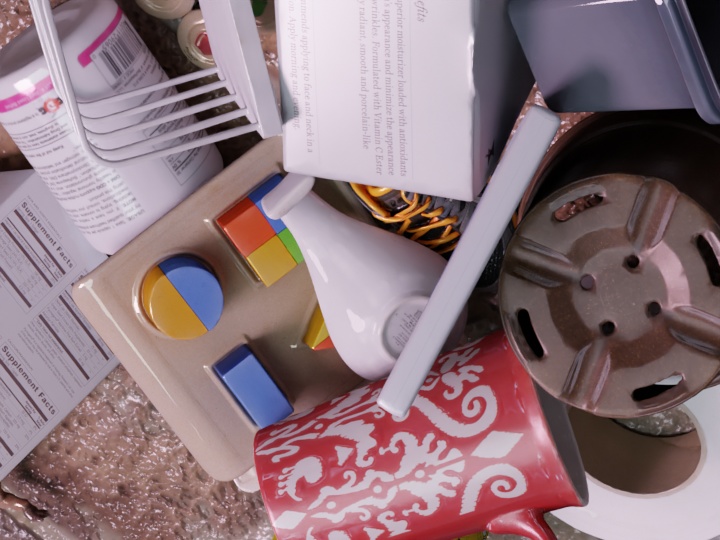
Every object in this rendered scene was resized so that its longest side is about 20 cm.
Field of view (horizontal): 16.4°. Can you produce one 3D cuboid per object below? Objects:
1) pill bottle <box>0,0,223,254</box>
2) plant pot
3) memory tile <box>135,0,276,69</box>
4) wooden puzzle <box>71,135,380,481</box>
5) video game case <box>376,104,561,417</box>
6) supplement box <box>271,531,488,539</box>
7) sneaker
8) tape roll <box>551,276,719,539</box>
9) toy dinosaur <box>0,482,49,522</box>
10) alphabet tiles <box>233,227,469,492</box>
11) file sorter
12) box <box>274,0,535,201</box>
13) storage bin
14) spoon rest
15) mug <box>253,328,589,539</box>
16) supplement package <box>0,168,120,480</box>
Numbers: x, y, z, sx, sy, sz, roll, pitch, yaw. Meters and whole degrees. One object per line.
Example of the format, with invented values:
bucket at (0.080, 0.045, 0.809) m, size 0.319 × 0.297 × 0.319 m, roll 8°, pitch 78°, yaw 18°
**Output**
pill bottle at (-0.167, -0.083, 1.749) m, size 0.113 × 0.114 × 0.200 m, roll -21°, pitch 115°, yaw 32°
plant pot at (0.178, -0.001, 1.582) m, size 0.199 × 0.198 × 0.201 m, roll 2°, pitch 99°, yaw 14°
memory tile at (-0.118, -0.235, 1.682) m, size 0.153 × 0.017 × 0.200 m, roll -33°, pitch 108°, yaw 35°
wooden puzzle at (-0.069, 0.028, 1.720) m, size 0.200 × 0.046 × 0.185 m, roll -36°, pitch 111°, yaw 0°
video game case at (0.067, -0.009, 1.545) m, size 0.023 × 0.182 × 0.201 m, roll 28°, pitch 93°, yaw 2°
supplement box at (0.015, 0.199, 1.829) m, size 0.109 × 0.200 × 0.109 m, roll -10°, pitch 122°, yaw 27°
sneaker at (0.036, -0.054, 1.717) m, size 0.078 × 0.077 × 0.200 m, roll -29°, pitch 112°, yaw 32°
tape roll at (0.199, 0.099, 1.772) m, size 0.202 × 0.071 × 0.203 m, roll 11°, pitch 128°, yaw 14°
toy dinosaur at (-0.330, 0.142, 2.002) m, size 0.199 × 0.086 × 0.136 m, roll 11°, pitch 119°, yaw 33°
alphabet tiles at (-0.025, 0.063, 1.778) m, size 0.195 × 0.015 × 0.201 m, roll -27°, pitch 90°, yaw -2°
file sorter at (-0.137, -0.155, 1.570) m, size 0.124 × 0.200 × 0.139 m, roll -17°, pitch 108°, yaw -7°
box at (0.038, -0.184, 1.542) m, size 0.130 × 0.200 × 0.200 m, roll 10°, pitch 127°, yaw 16°
storage bin at (0.180, -0.181, 1.503) m, size 0.134 × 0.200 × 0.146 m, roll -5°, pitch 123°, yaw 35°
spoon rest at (0.000, 0.000, 1.690) m, size 0.099 × 0.061 × 0.200 m, roll -42°, pitch 124°, yaw -1°
mug at (0.041, 0.140, 1.667) m, size 0.199 × 0.178 × 0.134 m, roll -19°, pitch 133°, yaw 10°
supplement package at (-0.287, 0.048, 1.806) m, size 0.151 × 0.200 × 0.152 m, roll 54°, pitch 154°, yaw -20°
